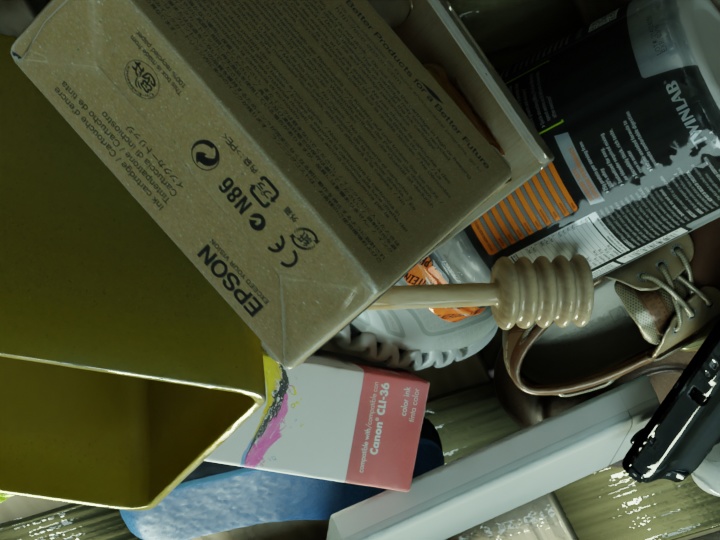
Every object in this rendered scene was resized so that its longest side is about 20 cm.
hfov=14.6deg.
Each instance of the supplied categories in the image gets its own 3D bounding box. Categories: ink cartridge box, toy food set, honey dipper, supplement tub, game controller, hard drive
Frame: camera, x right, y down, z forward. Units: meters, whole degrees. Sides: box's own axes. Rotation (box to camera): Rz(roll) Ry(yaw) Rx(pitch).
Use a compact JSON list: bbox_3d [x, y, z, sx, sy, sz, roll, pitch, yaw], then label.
[{"bbox_3d":[-0.072,0.071,1.596,0.199,0.068,0.116,10,-178,-11],"label":"ink cartridge box"},{"bbox_3d":[-0.012,-0.063,1.436,0.200,0.144,0.060,-37,177,31],"label":"toy food set"},{"bbox_3d":[0.019,0.012,1.420,0.199,0.038,0.038,-1,141,-14],"label":"honey dipper"},{"bbox_3d":[0.113,-0.057,1.489,0.199,0.123,0.122,-26,139,21],"label":"supplement tub"},{"bbox_3d":[0.210,0.049,1.561,0.104,0.042,0.200,-41,167,-34],"label":"game controller"},{"bbox_3d":[-0.043,-0.074,1.327,0.200,0.165,0.075,49,123,1],"label":"ink cartridge box"},{"bbox_3d":[0.076,0.125,1.658,0.199,0.027,0.132,-23,167,-8],"label":"hard drive"}]

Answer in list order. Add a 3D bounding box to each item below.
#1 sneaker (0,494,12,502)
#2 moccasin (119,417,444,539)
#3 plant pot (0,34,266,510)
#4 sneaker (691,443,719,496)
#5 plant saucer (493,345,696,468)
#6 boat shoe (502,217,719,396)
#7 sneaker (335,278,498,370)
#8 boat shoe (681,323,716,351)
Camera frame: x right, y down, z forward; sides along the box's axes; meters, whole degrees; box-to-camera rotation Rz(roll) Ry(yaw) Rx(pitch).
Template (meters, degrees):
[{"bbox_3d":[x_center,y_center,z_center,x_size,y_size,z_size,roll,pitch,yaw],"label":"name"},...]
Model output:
[{"bbox_3d":[-0.182,0.043,1.531,0.074,0.084,0.201,31,93,-22],"label":"sneaker"},{"bbox_3d":[-0.051,0.108,1.709,0.199,0.068,0.081,-7,134,-6],"label":"moccasin"},{"bbox_3d":[-0.164,-0.005,1.378,0.199,0.177,0.200,10,156,-18],"label":"plant pot"},{"bbox_3d":[0.269,0.055,1.675,0.200,0.076,0.081,-40,129,-10],"label":"sneaker"},{"bbox_3d":[0.183,0.065,1.731,0.199,0.035,0.201,-7,142,-5],"label":"plant saucer"},{"bbox_3d":[0.164,0.013,1.530,0.200,0.072,0.076,-35,101,19],"label":"boat shoe"},{"bbox_3d":[0.000,0.000,1.583,0.199,0.075,0.081,12,126,-29],"label":"sneaker"},{"bbox_3d":[0.262,-0.005,1.623,0.199,0.074,0.066,-30,138,17],"label":"boat shoe"}]
